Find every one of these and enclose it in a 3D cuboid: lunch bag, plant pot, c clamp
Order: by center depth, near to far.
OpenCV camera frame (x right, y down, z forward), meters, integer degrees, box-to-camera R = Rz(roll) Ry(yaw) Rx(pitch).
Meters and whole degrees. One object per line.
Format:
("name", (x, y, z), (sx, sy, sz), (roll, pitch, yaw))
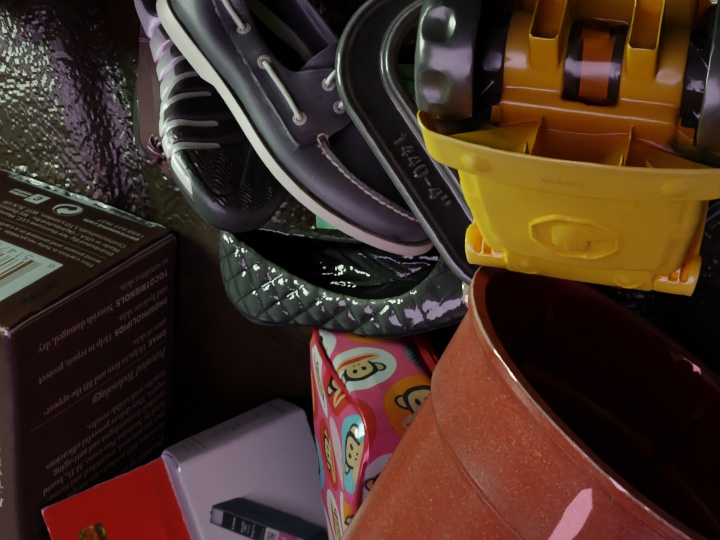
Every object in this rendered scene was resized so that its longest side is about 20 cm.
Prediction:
("plant pot", (0.079, 0.135, 0.660), (0.200, 0.201, 0.196), (39, 111, 11))
("c clamp", (0.091, -0.078, 0.724), (0.171, 0.027, 0.200), (-39, 86, -1))
("lunch bag", (0.016, 0.128, 0.852), (0.081, 0.176, 0.202), (-10, 115, -11))

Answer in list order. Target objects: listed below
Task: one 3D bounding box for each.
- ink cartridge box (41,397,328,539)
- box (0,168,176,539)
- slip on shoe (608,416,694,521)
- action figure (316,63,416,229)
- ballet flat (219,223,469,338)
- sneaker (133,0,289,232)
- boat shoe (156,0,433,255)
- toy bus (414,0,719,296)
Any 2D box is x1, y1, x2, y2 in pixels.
("ink cartridge box", (-0.090, 0.207, 0.939), (0.043, 0.173, 0.202), (16, 126, 63))
("box", (-0.235, 0.066, 0.967), (0.165, 0.164, 0.201), (19, 122, 24))
("slip on shoe", (0.128, 0.099, 0.770), (0.076, 0.060, 0.201), (-40, 67, 18))
("action figure", (0.051, -0.067, 0.789), (0.199, 0.055, 0.119), (7, 117, 28))
("ballet flat", (0.000, 0.000, 0.814), (0.199, 0.067, 0.057), (-2, 125, 32))
("sneaker", (-0.088, -0.072, 0.833), (0.116, 0.075, 0.201), (107, 154, -46))
("boat shoe", (-0.024, -0.094, 0.746), (0.200, 0.073, 0.063), (48, 128, 9))
("toy bus", (0.110, -0.086, 0.631), (0.135, 0.201, 0.192), (7, 153, 14))
